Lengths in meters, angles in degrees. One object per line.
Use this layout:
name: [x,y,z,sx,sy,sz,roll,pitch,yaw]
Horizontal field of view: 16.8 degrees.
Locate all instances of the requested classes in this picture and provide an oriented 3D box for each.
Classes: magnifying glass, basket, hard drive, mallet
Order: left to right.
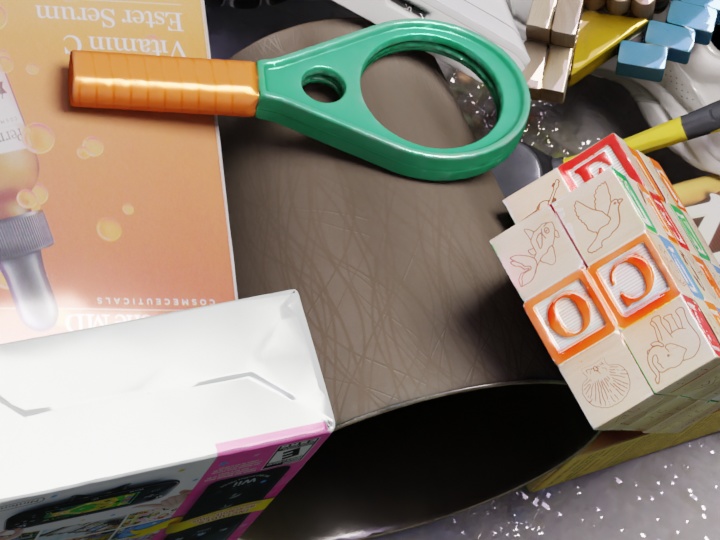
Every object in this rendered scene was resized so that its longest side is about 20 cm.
magnifying glass: [-0.024,-0.077,1.042,0.200,0.022,0.080,1,54,-12]
basket: [0.000,0.000,1.090,0.180,0.136,0.200,-23,62,15]
hard drive: [0.004,-0.172,1.157,0.132,0.027,0.200,26,26,-26]
mallet: [0.144,-0.066,1.146,0.066,0.200,0.041,11,60,-65]

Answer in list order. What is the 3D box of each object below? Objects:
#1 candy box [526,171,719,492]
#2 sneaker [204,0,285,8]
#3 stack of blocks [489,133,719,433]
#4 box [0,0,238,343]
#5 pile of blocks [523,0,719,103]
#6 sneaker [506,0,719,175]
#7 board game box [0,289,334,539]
candy box: [0.152,0.022,1.185,0.200,0.056,0.117,-15,72,-28]
sneaker: [-0.122,-0.175,1.170,0.200,0.075,0.087,5,39,-16]
stack of blocks: [0.114,0.006,1.036,0.059,0.200,0.115,-32,78,12]
box: [-0.146,-0.035,1.064,0.152,0.106,0.200,0,67,-21]
pile of blocks: [0.156,-0.143,1.128,0.200,0.062,0.082,-41,80,-3]
sneaker: [0.142,-0.138,1.210,0.200,0.099,0.078,35,45,18]
board game box: [-0.113,0.085,0.967,0.147,0.200,0.064,-10,71,-24]
